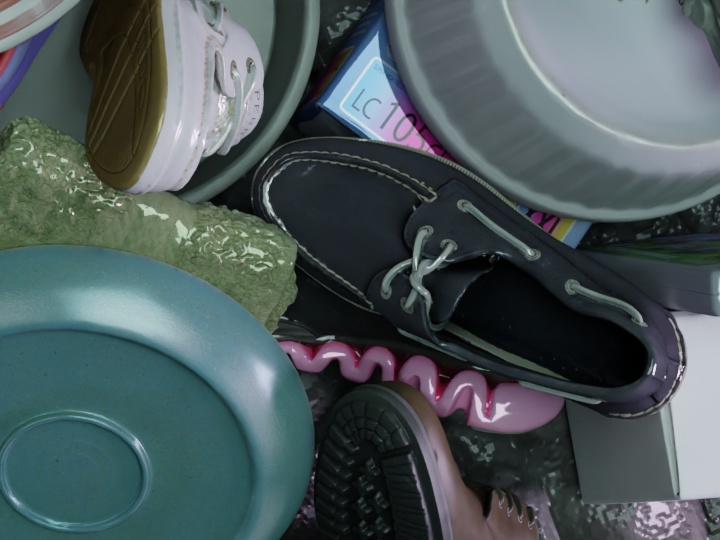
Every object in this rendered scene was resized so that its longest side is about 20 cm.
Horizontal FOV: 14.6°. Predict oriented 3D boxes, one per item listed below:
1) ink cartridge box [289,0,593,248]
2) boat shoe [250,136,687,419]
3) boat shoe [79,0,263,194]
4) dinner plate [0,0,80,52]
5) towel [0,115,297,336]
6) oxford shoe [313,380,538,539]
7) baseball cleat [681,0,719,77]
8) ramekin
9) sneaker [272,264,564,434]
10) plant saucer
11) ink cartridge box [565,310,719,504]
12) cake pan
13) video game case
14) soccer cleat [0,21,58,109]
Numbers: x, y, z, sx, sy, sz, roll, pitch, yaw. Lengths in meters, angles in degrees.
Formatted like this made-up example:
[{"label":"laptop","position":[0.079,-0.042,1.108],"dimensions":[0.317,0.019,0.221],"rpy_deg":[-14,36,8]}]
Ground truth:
[{"label":"ink cartridge box","position":[0.081,-0.110,1.275],"dimensions":[0.136,0.076,0.200],"rpy_deg":[36,78,-9]},{"label":"boat shoe","position":[0.042,-0.001,1.154],"dimensions":[0.200,0.063,0.073],"rpy_deg":[28,94,10]},{"label":"boat shoe","position":[-0.069,-0.078,1.139],"dimensions":[0.069,0.200,0.071],"rpy_deg":[24,110,-16]},{"label":"dinner plate","position":[-0.180,-0.169,1.086],"dimensions":[0.200,0.024,0.201],"rpy_deg":[-6,121,-10]},{"label":"towel","position":[-0.128,0.033,1.183],"dimensions":[0.148,0.037,0.200],"rpy_deg":[24,122,-16]},{"label":"oxford shoe","position":[0.033,0.111,1.223],"dimensions":[0.084,0.073,0.200],"rpy_deg":[-46,141,-29]},{"label":"baseball cleat","position":[0.162,-0.173,1.136],"dimensions":[0.106,0.070,0.200],"rpy_deg":[-17,99,-22]},{"label":"ramekin","position":[0.117,-0.122,1.196],"dimensions":[0.202,0.094,0.203],"rpy_deg":[1,86,-14]},{"label":"sneaker","position":[0.000,0.000,1.221],"dimensions":[0.200,0.079,0.096],"rpy_deg":[15,110,3]},{"label":"plant saucer","position":[-0.119,0.078,1.177],"dimensions":[0.200,0.027,0.200],"rpy_deg":[1,126,1]},{"label":"ink cartridge box","position":[0.205,0.054,1.258],"dimensions":[0.200,0.147,0.083],"rpy_deg":[-6,86,-13]},{"label":"cake pan","position":[-0.118,-0.118,1.244],"dimensions":[0.200,0.037,0.201],"rpy_deg":[1,87,-14]},{"label":"video game case","position":[0.203,-0.005,1.233],"dimensions":[0.182,0.200,0.022],"rpy_deg":[-6,94,-14]},{"label":"soccer cleat","position":[-0.137,-0.139,1.182],"dimensions":[0.067,0.076,0.200],"rpy_deg":[34,81,-9]}]
